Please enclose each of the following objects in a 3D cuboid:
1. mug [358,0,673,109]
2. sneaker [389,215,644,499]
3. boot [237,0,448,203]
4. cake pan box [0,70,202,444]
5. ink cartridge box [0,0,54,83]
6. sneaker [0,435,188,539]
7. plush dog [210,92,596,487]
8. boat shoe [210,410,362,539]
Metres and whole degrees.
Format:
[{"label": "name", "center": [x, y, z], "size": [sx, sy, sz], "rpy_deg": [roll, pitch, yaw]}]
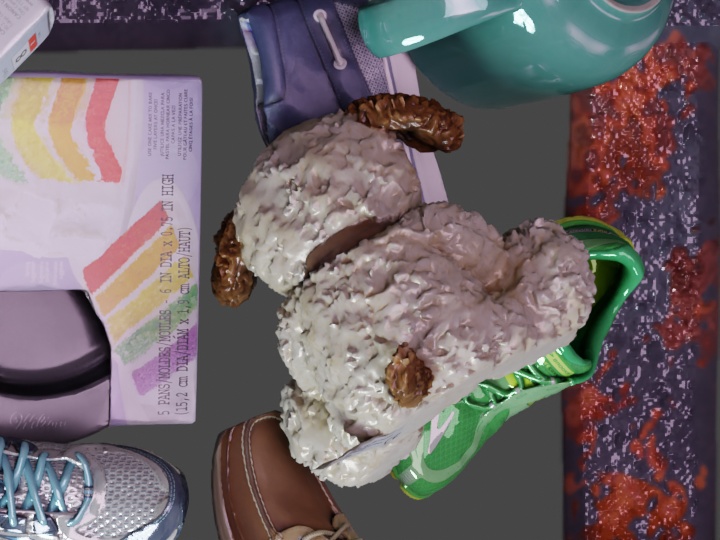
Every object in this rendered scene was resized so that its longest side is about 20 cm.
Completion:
[{"label": "mug", "center": [0.097, -0.160, 1.400], "size": [0.152, 0.114, 0.186], "rpy_deg": [42, 56, -30]}, {"label": "sneaker", "center": [0.085, 0.046, 1.467], "size": [0.074, 0.084, 0.200], "rpy_deg": [45, 79, -21]}, {"label": "boot", "center": [-0.008, -0.060, 1.432], "size": [0.090, 0.073, 0.201], "rpy_deg": [-14, 93, -14]}, {"label": "cake pan box", "center": [-0.178, -0.008, 1.370], "size": [0.183, 0.052, 0.201], "rpy_deg": [1, 95, -21]}, {"label": "ink cartridge box", "center": [-0.278, -0.113, 1.289], "size": [0.162, 0.050, 0.200], "rpy_deg": [43, 81, 3]}, {"label": "sneaker", "center": [-0.189, 0.119, 1.309], "size": [0.199, 0.086, 0.078], "rpy_deg": [-2, 71, 7]}, {"label": "plush dog", "center": [0.000, 0.000, 1.354], "size": [0.200, 0.160, 0.172], "rpy_deg": [-37, 75, 13]}, {"label": "boat shoe", "center": [-0.018, 0.173, 1.421], "size": [0.075, 0.074, 0.201], "rpy_deg": [-20, 89, -45]}]
